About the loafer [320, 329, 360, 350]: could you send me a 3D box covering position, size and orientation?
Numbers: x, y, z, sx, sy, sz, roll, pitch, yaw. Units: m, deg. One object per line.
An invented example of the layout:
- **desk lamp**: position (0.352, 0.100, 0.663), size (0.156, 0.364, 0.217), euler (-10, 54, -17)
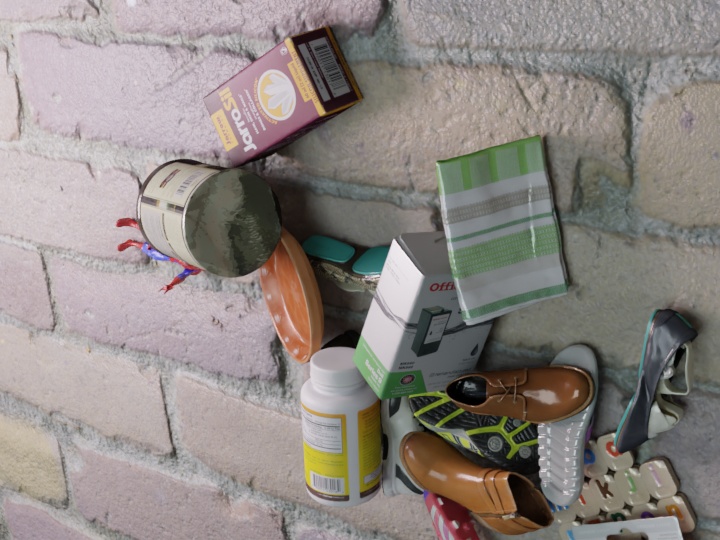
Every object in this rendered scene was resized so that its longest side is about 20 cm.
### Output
- **loafer**: position (-0.034, 0.185, 1.773), size (0.073, 0.070, 0.203), euler (-151, 57, -62)

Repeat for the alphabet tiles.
- **alphabet tiles**: position (0.328, 0.304, 1.574), size (0.199, 0.015, 0.197), euler (-26, 93, 43)

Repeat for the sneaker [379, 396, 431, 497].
- **sneaker**: position (0.071, 0.224, 1.729), size (0.079, 0.074, 0.203), euler (3, 112, 17)

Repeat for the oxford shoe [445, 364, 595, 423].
- **oxford shoe**: position (0.195, 0.154, 1.536), size (0.198, 0.071, 0.072), euler (-9, 76, 35)

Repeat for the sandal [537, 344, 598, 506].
- **sandal**: position (0.264, 0.192, 1.555), size (0.082, 0.049, 0.206), euler (15, 100, 43)

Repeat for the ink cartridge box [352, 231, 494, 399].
- **ink cartridge box**: position (0.091, 0.055, 1.569), size (0.084, 0.144, 0.202), euler (53, 137, 42)

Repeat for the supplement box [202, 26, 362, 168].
- **supplement box**: position (-0.108, -0.232, 1.666), size (0.199, 0.085, 0.111), euler (-25, 92, 43)

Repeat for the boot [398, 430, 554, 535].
- **boot**: position (0.154, 0.273, 1.614), size (0.199, 0.074, 0.155), euler (36, 160, -11)

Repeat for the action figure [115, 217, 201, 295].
- **action figure**: position (-0.320, -0.024, 1.923), size (0.198, 0.099, 0.066), euler (16, 119, 31)

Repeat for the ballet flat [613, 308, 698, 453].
- **ballet flat**: position (0.353, 0.143, 1.454), size (0.073, 0.073, 0.202), euler (26, 120, 29)

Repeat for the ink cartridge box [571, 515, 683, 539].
- **ink cartridge box**: position (0.370, 0.402, 1.561), size (0.161, 0.050, 0.203), euler (-16, 94, 42)

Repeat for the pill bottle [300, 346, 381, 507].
- **pill bottle**: position (-0.026, 0.212, 1.686), size (0.108, 0.109, 0.203), euler (14, 116, 35)

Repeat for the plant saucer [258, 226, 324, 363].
- **plant saucer**: position (-0.097, 0.031, 1.754), size (0.200, 0.032, 0.203), euler (164, 90, -70)

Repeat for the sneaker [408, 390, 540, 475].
- **sneaker**: position (0.159, 0.207, 1.648), size (0.198, 0.076, 0.076), euler (29, 169, 13)

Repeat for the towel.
- **towel**: position (0.172, -0.048, 1.476), size (0.031, 0.147, 0.203), euler (-156, 52, -67)

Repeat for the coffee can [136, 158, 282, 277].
- **coffee can**: position (-0.215, -0.076, 1.732), size (0.199, 0.145, 0.148), euler (17, 121, 60)

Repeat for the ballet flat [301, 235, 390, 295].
- **ballet flat**: position (0.000, 0.000, 1.696), size (0.198, 0.068, 0.076), euler (12, 137, 42)

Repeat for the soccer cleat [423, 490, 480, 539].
- **soccer cleat**: position (0.137, 0.382, 1.717), size (0.076, 0.067, 0.201), euler (-32, 98, 32)
